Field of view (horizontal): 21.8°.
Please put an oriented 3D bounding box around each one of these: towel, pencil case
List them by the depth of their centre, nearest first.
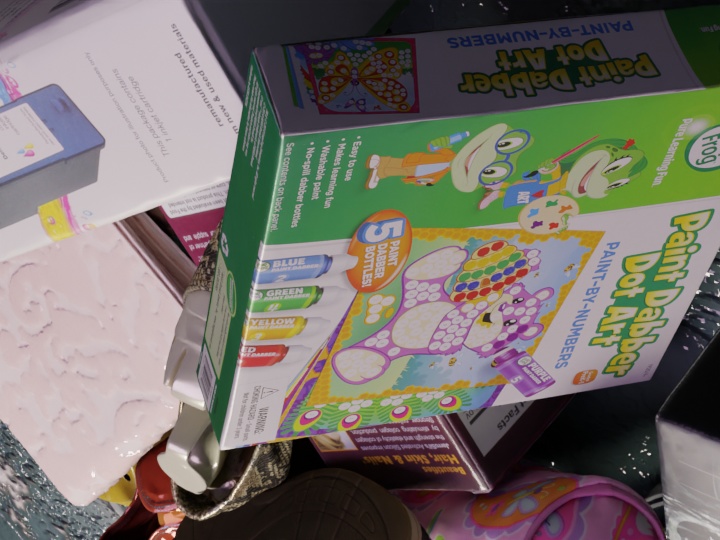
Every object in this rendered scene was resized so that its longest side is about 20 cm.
[{"bbox_3d":[0.065,0.129,0.886,0.088,0.087,0.200,55,161,-13],"label":"pencil case"},{"bbox_3d":[-0.161,0.012,0.978,0.191,0.032,0.200,50,138,3],"label":"towel"}]

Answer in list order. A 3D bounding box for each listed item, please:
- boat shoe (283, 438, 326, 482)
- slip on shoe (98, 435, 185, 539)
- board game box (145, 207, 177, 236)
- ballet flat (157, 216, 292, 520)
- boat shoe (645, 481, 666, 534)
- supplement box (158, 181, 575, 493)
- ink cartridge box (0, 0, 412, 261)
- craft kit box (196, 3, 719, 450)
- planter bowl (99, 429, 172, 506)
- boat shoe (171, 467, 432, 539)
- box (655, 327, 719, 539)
[{"bbox_3d":[0.020,0.166,1.022,0.200,0.072,0.068,41,145,8],"label":"boat shoe"},{"bbox_3d":[-0.089,0.114,1.009,0.061,0.074,0.200,15,131,-23],"label":"slip on shoe"},{"bbox_3d":[-0.168,-0.077,0.986,0.200,0.029,0.135,-1,122,56],"label":"board game box"},{"bbox_3d":[-0.058,0.052,0.832,0.068,0.075,0.200,36,145,18],"label":"ballet flat"},{"bbox_3d":[0.127,0.171,0.894,0.071,0.091,0.200,42,146,6],"label":"boat shoe"},{"bbox_3d":[0.000,0.000,0.860,0.110,0.086,0.201,-9,118,52],"label":"supplement box"},{"bbox_3d":[-0.098,-0.087,0.778,0.199,0.145,0.088,-16,115,34],"label":"ink cartridge box"},{"bbox_3d":[0.045,-0.013,0.714,0.200,0.196,0.049,104,150,-53],"label":"craft kit box"},{"bbox_3d":[-0.138,0.076,1.093,0.200,0.083,0.201,28,143,24],"label":"planter bowl"},{"bbox_3d":[-0.021,0.142,0.909,0.066,0.072,0.200,31,156,-29],"label":"boat shoe"},{"bbox_3d":[0.229,0.118,0.703,0.199,0.124,0.197,20,140,34],"label":"box"}]
